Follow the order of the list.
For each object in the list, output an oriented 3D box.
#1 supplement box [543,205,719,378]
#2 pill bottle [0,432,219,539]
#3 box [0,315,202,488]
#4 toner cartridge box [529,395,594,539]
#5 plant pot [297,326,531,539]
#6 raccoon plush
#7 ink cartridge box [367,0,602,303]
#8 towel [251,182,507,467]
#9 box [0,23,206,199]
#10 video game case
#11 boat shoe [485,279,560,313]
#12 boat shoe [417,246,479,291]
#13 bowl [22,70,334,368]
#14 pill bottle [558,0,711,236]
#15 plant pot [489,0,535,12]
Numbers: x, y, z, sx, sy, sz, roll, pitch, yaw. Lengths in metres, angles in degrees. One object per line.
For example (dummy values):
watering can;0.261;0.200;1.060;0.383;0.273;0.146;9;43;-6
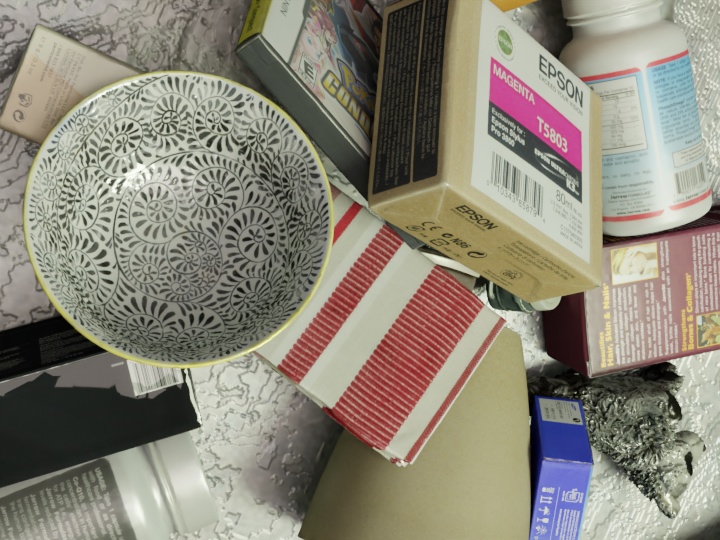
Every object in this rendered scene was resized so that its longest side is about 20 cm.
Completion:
supplement box;0.263;0.014;1.019;0.197;0.086;0.112;-10;101;-16
pill bottle;-0.215;0.183;0.882;0.197;0.113;0.115;-20;104;-13
box;-0.227;0.088;0.849;0.197;0.141;0.080;-15;107;-14
toner cartridge box;0.155;0.217;0.979;0.042;0.095;0.203;6;116;3
plant pot;0.065;0.140;0.943;0.185;0.187;0.203;19;79;-19
raccoon plush;0.209;0.149;1.045;0.197;0.097;0.136;2;114;12
ink cartridge box;0.098;-0.089;0.852;0.199;0.074;0.167;26;60;-42
towel;-0.006;0.033;0.878;0.199;0.023;0.145;37;72;2
box;-0.161;-0.105;0.866;0.198;0.095;0.079;23;93;-18
video game case;-0.005;-0.142;0.860;0.025;0.182;0.200;-27;123;27
boat shoe;0.112;-0.061;0.969;0.072;0.061;0.203;-22;98;-51
boat shoe;0.000;0.000;0.943;0.197;0.072;0.060;12;91;-14
bowl;-0.121;-0.022;0.783;0.197;0.094;0.204;4;71;-10
pill bottle;0.225;-0.139;0.973;0.107;0.109;0.203;-16;102;-14
plant pot;0.119;-0.284;0.873;0.182;0.200;0.202;-33;106;-8
